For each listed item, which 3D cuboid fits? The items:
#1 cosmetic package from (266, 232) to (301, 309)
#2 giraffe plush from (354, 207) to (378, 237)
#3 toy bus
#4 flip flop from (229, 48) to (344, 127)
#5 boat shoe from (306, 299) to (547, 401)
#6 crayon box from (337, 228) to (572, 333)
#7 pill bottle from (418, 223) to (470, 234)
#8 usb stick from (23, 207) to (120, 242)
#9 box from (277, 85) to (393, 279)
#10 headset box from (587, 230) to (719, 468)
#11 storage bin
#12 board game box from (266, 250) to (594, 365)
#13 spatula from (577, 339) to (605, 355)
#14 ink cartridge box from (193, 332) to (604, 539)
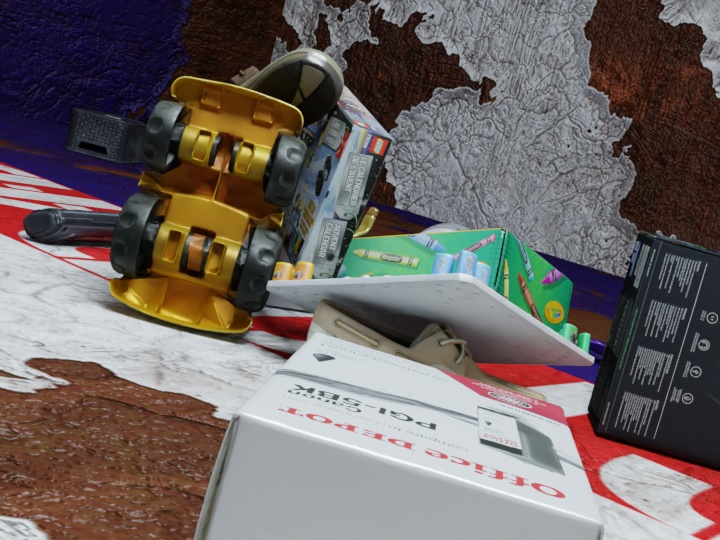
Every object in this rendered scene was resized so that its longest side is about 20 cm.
[{"bbox_3d":[-0.099,-0.041,1.165,0.074,0.102,0.200,10,15,-31],"label":"cosmetic package"},{"bbox_3d":[-0.087,-0.080,1.427,0.200,0.172,0.162,51,16,11],"label":"giraffe plush"},{"bbox_3d":[-0.126,-0.053,0.952,0.135,0.201,0.192,16,-1,0],"label":"toy bus"},{"bbox_3d":[-0.087,-0.156,0.961,0.081,0.058,0.200,40,-39,-27],"label":"flip flop"},{"bbox_3d":[0.053,0.074,0.821,0.199,0.065,0.072,16,7,10],"label":"boat shoe"},{"bbox_3d":[0.070,0.016,0.943,0.199,0.059,0.119,-2,-23,39],"label":"crayon box"},{"bbox_3d":[0.106,-0.001,1.332,0.113,0.114,0.200,16,7,6],"label":"pill bottle"},{"bbox_3d":[-0.286,-0.048,1.178,0.055,0.033,0.200,-7,-3,26],"label":"usb stick"},{"bbox_3d":[-0.034,-0.088,0.964,0.040,0.137,0.200,16,18,-19],"label":"box"},{"bbox_3d":[0.317,0.076,0.913,0.199,0.175,0.093,15,7,6],"label":"headset box"},{"bbox_3d":[-0.567,-0.303,2.400,0.135,0.094,0.200,15,8,2],"label":"storage bin"},{"bbox_3d":[0.059,0.034,0.864,0.199,0.026,0.200,-3,-23,40],"label":"board game box"},{"bbox_3d":[0.235,0.087,1.277,0.199,0.021,0.056,10,-4,-19],"label":"spatula"},{"bbox_3d":[0.021,0.099,0.478,0.146,0.083,0.200,16,6,4],"label":"ink cartridge box"}]
